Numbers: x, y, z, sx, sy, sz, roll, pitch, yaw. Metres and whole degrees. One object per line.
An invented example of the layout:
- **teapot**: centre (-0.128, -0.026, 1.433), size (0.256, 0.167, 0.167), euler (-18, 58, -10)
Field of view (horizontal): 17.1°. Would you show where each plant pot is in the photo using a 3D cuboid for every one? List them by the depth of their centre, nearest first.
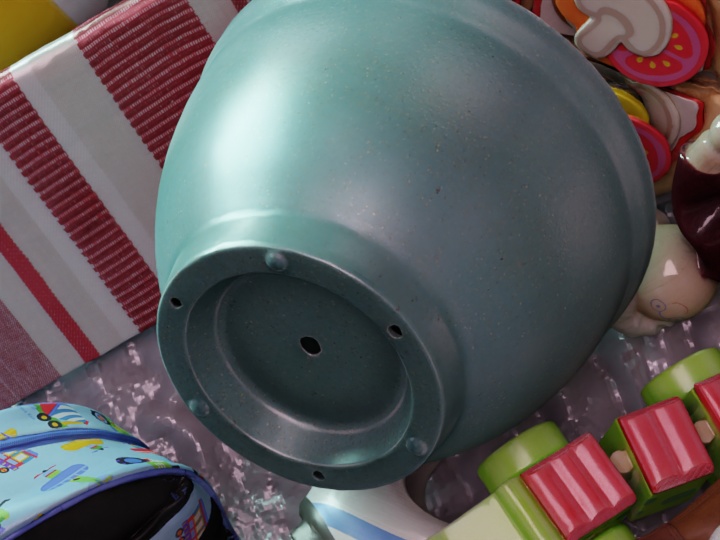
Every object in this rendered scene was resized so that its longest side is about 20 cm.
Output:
- **plant pot**: centre (0.000, 0.000, 0.937), size (0.200, 0.201, 0.134), euler (16, 43, 17)

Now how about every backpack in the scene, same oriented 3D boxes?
- **backpack**: centre (-0.157, 0.129, 0.986), size (0.200, 0.183, 0.135), euler (-33, 55, -9)

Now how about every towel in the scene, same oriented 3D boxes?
- **towel**: centre (-0.112, -0.036, 1.034), size (0.200, 0.144, 0.023), euler (-29, 36, 6)

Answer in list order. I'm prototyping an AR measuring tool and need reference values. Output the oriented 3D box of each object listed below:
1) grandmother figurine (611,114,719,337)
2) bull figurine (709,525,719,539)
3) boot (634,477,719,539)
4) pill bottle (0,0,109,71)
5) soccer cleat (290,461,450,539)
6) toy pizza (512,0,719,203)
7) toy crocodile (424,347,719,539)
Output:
- **grandmother figurine**: centre (0.172, -0.021, 0.955), size (0.200, 0.121, 0.061), euler (-25, 31, 39)
- **bull figurine**: centre (0.196, 0.085, 0.878), size (0.121, 0.065, 0.200), euler (20, 69, 21)
- **boot**: centre (0.175, 0.158, 0.952), size (0.200, 0.068, 0.189), euler (-36, 97, -16)
- **pill bottle**: centre (-0.184, -0.128, 1.076), size (0.200, 0.112, 0.112), euler (-41, 72, 4)
- **soccer cleat**: centre (0.053, 0.153, 0.981), size (0.086, 0.070, 0.200), euler (-35, 74, -3)
- **toy pizza**: centre (0.067, -0.096, 0.973), size (0.200, 0.201, 0.032), euler (16, 47, 17)
- **toy crocodile**: centre (0.114, 0.078, 0.967), size (0.200, 0.062, 0.068), euler (-25, 72, -17)
